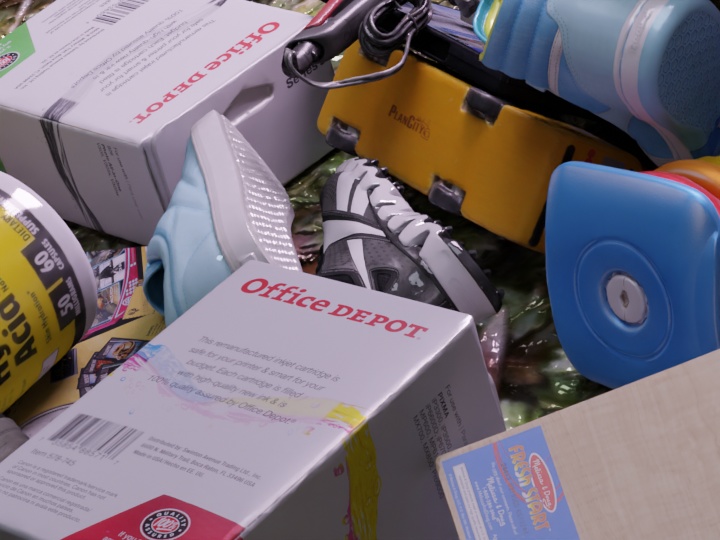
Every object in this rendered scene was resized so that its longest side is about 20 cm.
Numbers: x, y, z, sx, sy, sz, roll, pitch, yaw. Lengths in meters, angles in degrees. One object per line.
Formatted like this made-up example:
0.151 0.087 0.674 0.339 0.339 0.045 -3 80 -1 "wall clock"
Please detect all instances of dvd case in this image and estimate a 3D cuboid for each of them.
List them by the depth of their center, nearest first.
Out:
0.079 -0.117 1.623 0.142 0.018 0.200 11 13 -35 "dvd case"

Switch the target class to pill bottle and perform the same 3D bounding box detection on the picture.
-0.231 0.046 1.454 0.111 0.112 0.200 10 42 39 "pill bottle"

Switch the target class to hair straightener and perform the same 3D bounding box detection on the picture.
0.023 -0.152 1.565 0.077 0.041 0.200 7 34 32 "hair straightener"

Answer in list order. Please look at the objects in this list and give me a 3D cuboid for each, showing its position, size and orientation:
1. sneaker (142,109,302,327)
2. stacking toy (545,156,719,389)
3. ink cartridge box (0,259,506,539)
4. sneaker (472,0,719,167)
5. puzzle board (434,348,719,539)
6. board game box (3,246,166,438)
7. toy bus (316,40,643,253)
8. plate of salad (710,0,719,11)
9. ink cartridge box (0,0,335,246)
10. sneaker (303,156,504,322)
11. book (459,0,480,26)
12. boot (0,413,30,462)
-0.083 -0.021 1.526 0.082 0.074 0.200 -34 19 9 "sneaker"
0.192 -0.019 1.429 0.199 0.117 0.109 -25 28 -39 "stacking toy"
-0.044 0.115 1.274 0.145 0.145 0.200 15 44 42 "ink cartridge box"
0.130 -0.104 1.479 0.130 0.200 0.080 23 79 27 "sneaker"
0.128 0.137 1.186 0.150 0.017 0.201 -21 59 4 "puzzle board"
-0.156 0.058 1.535 0.135 0.035 0.200 -4 34 23 "board game box"
0.059 -0.068 1.568 0.078 0.065 0.200 15 10 -36 "toy bus"
0.173 -0.151 1.453 0.199 0.200 0.048 10 83 39 "plate of salad"
-0.126 -0.095 1.715 0.146 0.084 0.199 -38 36 -29 "ink cartridge box"
0.000 0.000 1.511 0.090 0.067 0.200 -39 24 -3 "sneaker"
0.173 -0.151 1.621 0.199 0.048 0.133 -12 28 -28 "book"
-0.129 0.097 1.390 0.130 0.068 0.200 28 53 26 "boot"
